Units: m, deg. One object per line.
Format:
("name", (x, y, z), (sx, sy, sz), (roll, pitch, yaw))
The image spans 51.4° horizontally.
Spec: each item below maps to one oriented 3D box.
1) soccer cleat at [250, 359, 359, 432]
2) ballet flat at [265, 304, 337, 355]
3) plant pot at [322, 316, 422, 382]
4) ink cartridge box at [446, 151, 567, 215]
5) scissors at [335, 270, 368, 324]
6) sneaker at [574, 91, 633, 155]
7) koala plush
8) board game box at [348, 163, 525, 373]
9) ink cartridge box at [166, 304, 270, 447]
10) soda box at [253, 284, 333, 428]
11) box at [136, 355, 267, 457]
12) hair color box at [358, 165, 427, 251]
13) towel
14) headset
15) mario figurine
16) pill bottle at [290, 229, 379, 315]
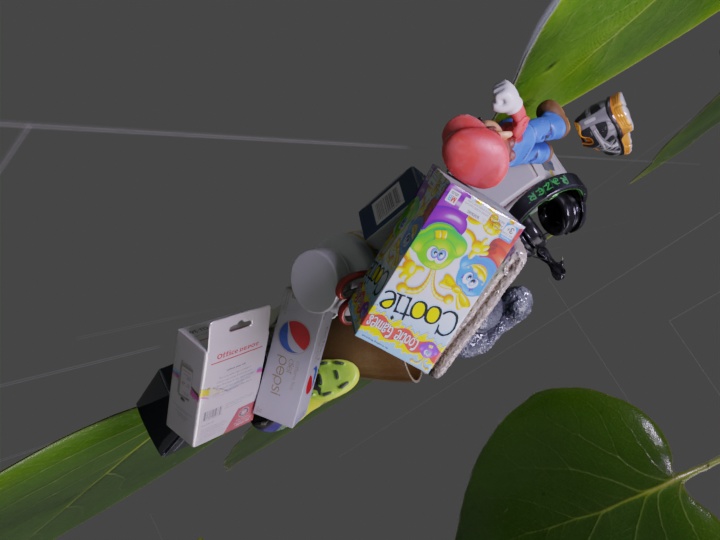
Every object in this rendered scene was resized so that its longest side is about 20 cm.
("soccer cleat", (-0.085, 0.198, 1.194), (0.199, 0.065, 0.084), (-29, 155, 14))
("ballet flat", (-0.091, 0.063, 1.164), (0.200, 0.072, 0.072), (-35, 166, 9))
("plant pot", (-0.011, 0.098, 1.235), (0.199, 0.188, 0.186), (-6, 173, 15))
("ink cartridge box", (0.209, -0.122, 1.096), (0.145, 0.088, 0.200), (-37, 164, 25))
("scissors", (0.049, 0.022, 0.976), (0.199, 0.014, 0.074), (-12, 122, -34))
("sneaker", (0.374, -0.219, 1.161), (0.077, 0.079, 0.200), (-21, 166, 16))
("koala plush", (0.162, 0.028, 1.164), (0.184, 0.177, 0.200), (-46, 156, -18))
("board game box", (0.082, -0.003, 0.866), (0.201, 0.104, 0.103), (-59, -166, 14))
("ink cartridge box", (-0.200, 0.134, 1.055), (0.116, 0.067, 0.201), (-16, 128, -49))
("soda box", (-0.096, 0.123, 1.106), (0.064, 0.068, 0.201), (-26, 133, -74))
("box", (-0.243, 0.200, 1.228), (0.199, 0.105, 0.148), (-19, 162, -41))
("hair color box", (0.102, -0.042, 0.987), (0.100, 0.061, 0.200), (-38, 130, 25))
("towel", (0.132, 0.029, 0.916), (0.201, 0.034, 0.133), (-56, -166, 22))
("headset", (0.269, -0.058, 1.067), (0.123, 0.094, 0.200), (-29, 155, -3))
("mario figurine", (0.161, -0.165, 0.890), (0.106, 0.124, 0.199), (12, -158, 41))
("pill bottle", (0.000, 0.000, 1.023), (0.111, 0.112, 0.199), (-40, 163, 35))
